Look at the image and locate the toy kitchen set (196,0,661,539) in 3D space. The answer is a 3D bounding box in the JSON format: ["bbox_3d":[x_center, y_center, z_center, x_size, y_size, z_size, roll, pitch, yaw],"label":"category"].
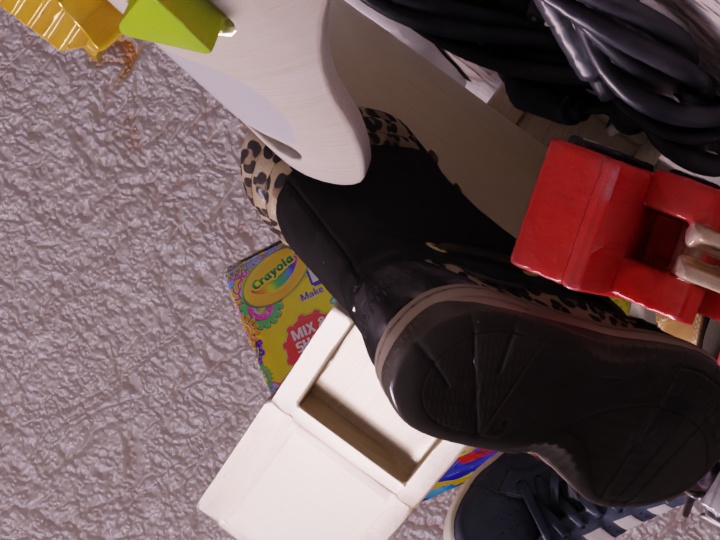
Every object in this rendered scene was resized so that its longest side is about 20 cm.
[{"bbox_3d":[0.000,0.000,0.980,0.163,0.200,0.181,37,138,2],"label":"toy kitchen set"}]

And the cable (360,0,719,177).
[{"bbox_3d":[0.054,-0.089,0.734,0.163,0.051,0.200,37,180,36],"label":"cable"}]

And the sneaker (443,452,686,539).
[{"bbox_3d":[0.137,0.104,1.124,0.075,0.199,0.084,62,157,2],"label":"sneaker"}]

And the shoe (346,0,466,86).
[{"bbox_3d":[-0.009,-0.111,1.219,0.071,0.091,0.200,36,180,27],"label":"shoe"}]

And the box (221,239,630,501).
[{"bbox_3d":[0.062,0.027,1.143,0.122,0.199,0.193,68,-169,18],"label":"box"}]

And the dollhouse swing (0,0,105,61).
[{"bbox_3d":[-0.328,-0.314,2.174,0.200,0.182,0.176,37,-160,-4],"label":"dollhouse swing"}]

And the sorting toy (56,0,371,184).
[{"bbox_3d":[-0.065,-0.111,0.735,0.200,0.107,0.180,45,174,48],"label":"sorting toy"}]

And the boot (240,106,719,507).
[{"bbox_3d":[0.050,0.012,0.818,0.199,0.073,0.151,16,-156,-44],"label":"boot"}]

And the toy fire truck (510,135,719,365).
[{"bbox_3d":[0.129,0.002,0.707,0.141,0.049,0.200,23,-173,30],"label":"toy fire truck"}]

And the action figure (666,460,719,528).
[{"bbox_3d":[0.192,0.057,1.012,0.069,0.131,0.200,11,162,5],"label":"action figure"}]

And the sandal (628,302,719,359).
[{"bbox_3d":[0.142,0.017,0.896,0.054,0.082,0.200,0,176,-13],"label":"sandal"}]
